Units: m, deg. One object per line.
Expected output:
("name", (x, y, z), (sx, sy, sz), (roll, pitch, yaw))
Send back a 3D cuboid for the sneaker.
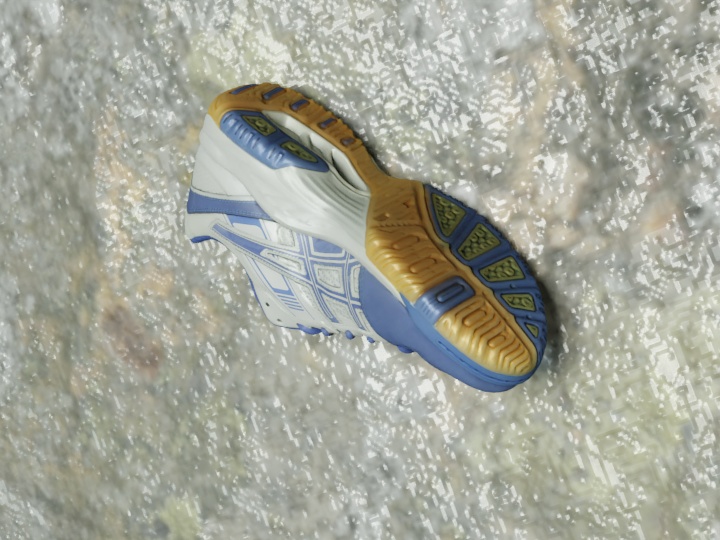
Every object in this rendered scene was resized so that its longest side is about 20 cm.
("sneaker", (0.000, 0.000, 0.870), (0.200, 0.075, 0.089), (41, 126, 26))
